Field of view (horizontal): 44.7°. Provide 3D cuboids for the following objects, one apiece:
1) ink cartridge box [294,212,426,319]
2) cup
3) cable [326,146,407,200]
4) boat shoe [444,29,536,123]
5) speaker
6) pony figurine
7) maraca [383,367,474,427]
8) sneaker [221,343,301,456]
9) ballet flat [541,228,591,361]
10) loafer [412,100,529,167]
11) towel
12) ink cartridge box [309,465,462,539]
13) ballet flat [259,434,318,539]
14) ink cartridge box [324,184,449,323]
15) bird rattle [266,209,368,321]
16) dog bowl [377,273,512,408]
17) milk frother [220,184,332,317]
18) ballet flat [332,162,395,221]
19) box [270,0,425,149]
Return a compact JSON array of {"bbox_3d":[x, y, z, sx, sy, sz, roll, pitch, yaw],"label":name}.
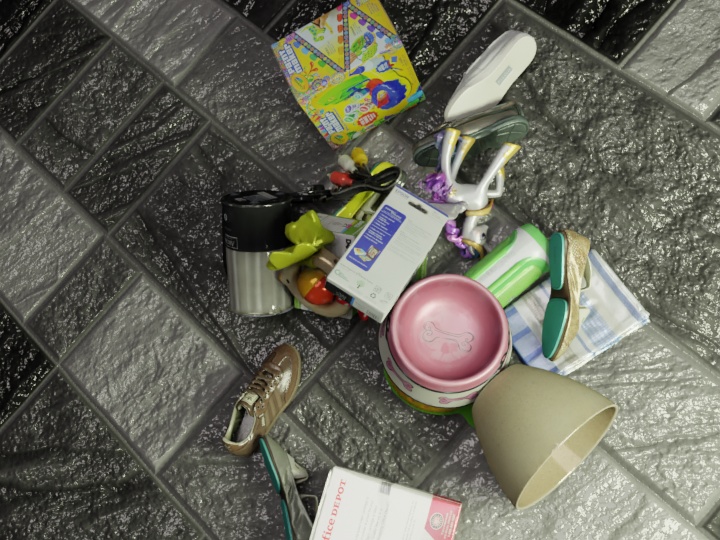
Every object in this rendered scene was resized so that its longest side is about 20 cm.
[{"bbox_3d":[0.000,0.000,1.407,0.200,0.076,0.148,11,114,20],"label":"ink cartridge box"},{"bbox_3d":[0.243,0.218,1.244,0.200,0.200,0.143,-46,61,-1],"label":"cup"},{"bbox_3d":[0.000,-0.150,1.420,0.097,0.050,0.200,-48,25,-5],"label":"cable"},{"bbox_3d":[0.210,-0.330,1.494,0.200,0.072,0.069,-52,38,8],"label":"boat shoe"},{"bbox_3d":[0.210,0.017,1.371,0.200,0.088,0.088,-40,67,2],"label":"speaker"},{"bbox_3d":[0.147,-0.120,1.401,0.193,0.167,0.200,13,93,-6],"label":"pony figurine"},{"bbox_3d":[0.132,0.161,1.341,0.200,0.107,0.137,23,104,6],"label":"maraca"},{"bbox_3d":[-0.160,0.210,1.426,0.070,0.076,0.200,21,81,21],"label":"sneaker"},{"bbox_3d":[0.316,0.039,1.314,0.065,0.071,0.200,4,95,-19],"label":"ballet flat"},{"bbox_3d":[0.180,-0.230,1.473,0.200,0.072,0.063,-16,58,3],"label":"loafer"},{"bbox_3d":[0.323,0.073,1.354,0.200,0.024,0.147,-34,66,4],"label":"towel"},{"bbox_3d":[0.036,0.385,1.291,0.200,0.083,0.147,15,78,8],"label":"ink cartridge box"},{"bbox_3d":[-0.105,0.350,1.383,0.064,0.067,0.200,-13,68,-17],"label":"ballet flat"},{"bbox_3d":[0.041,-0.027,1.273,0.099,0.039,0.200,32,62,9],"label":"ink cartridge box"},{"bbox_3d":[-0.048,0.010,1.349,0.200,0.163,0.113,34,54,-6],"label":"bird rattle"},{"bbox_3d":[0.125,0.094,1.266,0.200,0.074,0.201,0,70,0],"label":"dog bowl"},{"bbox_3d":[-0.134,-0.043,1.474,0.200,0.181,0.188,-5,108,-14],"label":"milk frother"},{"bbox_3d":[0.005,-0.096,1.476,0.067,0.067,0.200,33,82,32],"label":"ballet flat"},{"bbox_3d":[-0.016,-0.335,1.486,0.192,0.200,0.122,-28,68,7],"label":"box"}]
